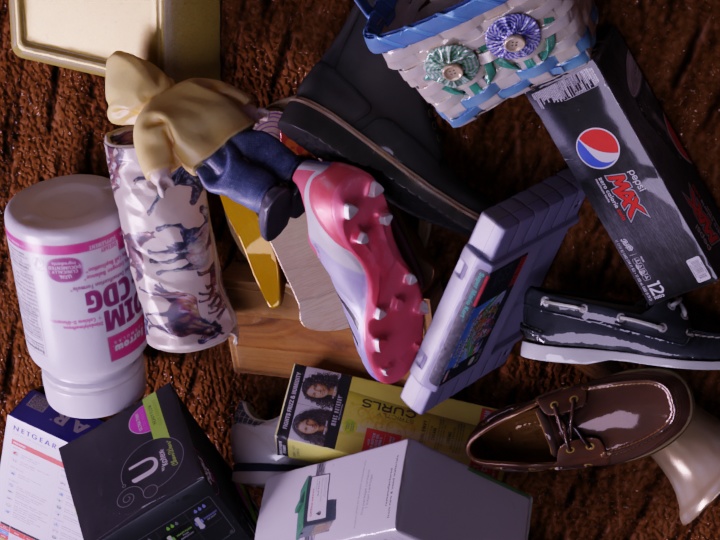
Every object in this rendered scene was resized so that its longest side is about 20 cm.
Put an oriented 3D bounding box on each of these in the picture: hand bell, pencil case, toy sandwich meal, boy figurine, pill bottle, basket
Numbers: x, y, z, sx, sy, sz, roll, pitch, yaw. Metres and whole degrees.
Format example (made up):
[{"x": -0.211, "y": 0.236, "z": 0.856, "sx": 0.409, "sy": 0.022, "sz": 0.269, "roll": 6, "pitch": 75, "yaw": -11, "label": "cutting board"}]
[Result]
[{"x": 0.228, "y": 0.102, "z": 1.385, "sx": 0.200, "sy": 0.104, "sz": 0.104, "roll": 44, "pitch": 128, "yaw": 10, "label": "hand bell"}, {"x": -0.158, "y": -0.029, "z": 1.440, "sx": 0.089, "sy": 0.078, "sz": 0.201, "roll": -7, "pitch": 104, "yaw": 16, "label": "pencil case"}, {"x": -0.032, "y": -0.044, "z": 1.385, "sx": 0.204, "sy": 0.070, "sz": 0.206, "roll": 6, "pitch": 112, "yaw": 15, "label": "toy sandwich meal"}, {"x": -0.132, "y": -0.104, "z": 1.335, "sx": 0.199, "sy": 0.124, "sz": 0.065, "roll": 32, "pitch": 144, "yaw": 16, "label": "boy figurine"}, {"x": -0.251, "y": 0.025, "z": 1.517, "sx": 0.113, "sy": 0.113, "sz": 0.201, "roll": 8, "pitch": 123, "yaw": 19, "label": "pill bottle"}, {"x": 0.076, "y": -0.219, "z": 1.204, "sx": 0.176, "sy": 0.139, "sz": 0.200, "roll": -25, "pitch": 111, "yaw": 27, "label": "basket"}]

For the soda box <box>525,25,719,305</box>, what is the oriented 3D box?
[{"x": 0.207, "y": -0.079, "z": 1.276, "sx": 0.063, "sy": 0.071, "sz": 0.201, "roll": -22, "pitch": 109, "yaw": 34, "label": "soda box"}]

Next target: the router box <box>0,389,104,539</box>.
[{"x": -0.268, "y": 0.237, "z": 1.695, "sx": 0.199, "sy": 0.049, "sz": 0.180, "roll": 23, "pitch": 126, "yaw": 9, "label": "router box"}]

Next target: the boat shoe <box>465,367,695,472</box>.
[{"x": 0.172, "y": 0.128, "z": 1.348, "sx": 0.199, "sy": 0.067, "sz": 0.072, "roll": -18, "pitch": 84, "yaw": 36, "label": "boat shoe"}]

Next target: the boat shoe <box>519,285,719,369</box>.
[{"x": 0.227, "y": 0.044, "z": 1.335, "sx": 0.199, "sy": 0.076, "sz": 0.061, "roll": 2, "pitch": 95, "yaw": -1, "label": "boat shoe"}]

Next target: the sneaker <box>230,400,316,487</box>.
[{"x": -0.022, "y": 0.155, "z": 1.524, "sx": 0.199, "sy": 0.076, "sz": 0.081, "roll": -2, "pitch": 76, "yaw": 8, "label": "sneaker"}]

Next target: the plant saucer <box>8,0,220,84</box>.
[{"x": -0.214, "y": -0.240, "z": 1.380, "sx": 0.199, "sy": 0.048, "sz": 0.201, "roll": 13, "pitch": 124, "yaw": 15, "label": "plant saucer"}]

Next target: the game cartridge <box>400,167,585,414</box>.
[{"x": 0.107, "y": 0.020, "z": 1.345, "sx": 0.038, "sy": 0.129, "sz": 0.201, "roll": 36, "pitch": 129, "yaw": 19, "label": "game cartridge"}]

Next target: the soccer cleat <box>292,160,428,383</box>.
[{"x": 0.000, "y": 0.000, "z": 1.317, "sx": 0.076, "sy": 0.067, "sz": 0.201, "roll": 27, "pitch": 144, "yaw": 44, "label": "soccer cleat"}]

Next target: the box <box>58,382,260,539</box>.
[{"x": -0.164, "y": 0.235, "z": 1.530, "sx": 0.124, "sy": 0.149, "sz": 0.200, "roll": -31, "pitch": 126, "yaw": 0, "label": "box"}]

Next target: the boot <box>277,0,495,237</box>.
[{"x": 0.052, "y": -0.122, "z": 1.310, "sx": 0.200, "sy": 0.139, "sz": 0.077, "roll": 32, "pitch": 170, "yaw": -23, "label": "boot"}]

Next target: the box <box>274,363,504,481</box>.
[{"x": 0.030, "y": 0.142, "z": 1.462, "sx": 0.199, "sy": 0.076, "sz": 0.050, "roll": 14, "pitch": 156, "yaw": 5, "label": "box"}]

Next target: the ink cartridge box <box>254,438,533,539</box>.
[{"x": 0.024, "y": 0.220, "z": 1.432, "sx": 0.146, "sy": 0.085, "sz": 0.200, "roll": 27, "pitch": 149, "yaw": -31, "label": "ink cartridge box"}]

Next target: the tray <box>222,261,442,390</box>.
[{"x": -0.023, "y": 0.051, "z": 1.481, "sx": 0.199, "sy": 0.037, "sz": 0.099, "roll": 5, "pitch": 121, "yaw": 22, "label": "tray"}]
